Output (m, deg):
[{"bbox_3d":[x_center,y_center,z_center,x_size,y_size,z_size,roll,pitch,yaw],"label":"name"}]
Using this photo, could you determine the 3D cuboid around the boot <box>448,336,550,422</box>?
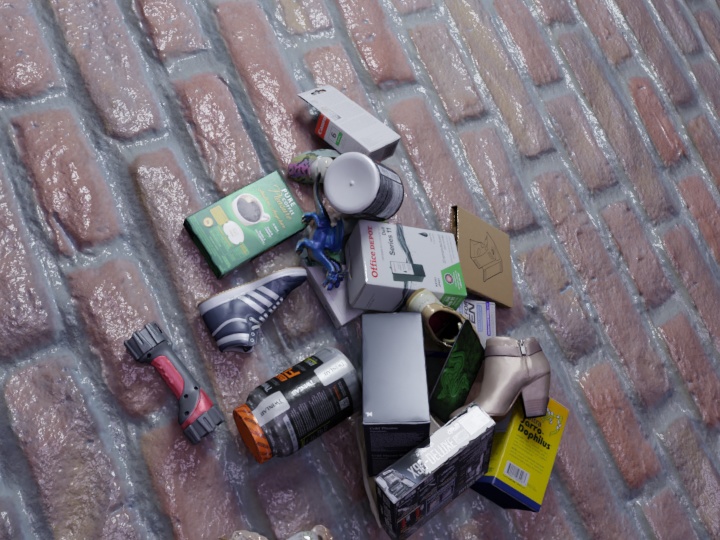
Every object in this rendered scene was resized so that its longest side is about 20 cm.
[{"bbox_3d":[0.246,0.195,1.089,0.197,0.070,0.148,-4,68,-7],"label":"boot"}]

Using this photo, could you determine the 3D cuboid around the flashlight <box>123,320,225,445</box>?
[{"bbox_3d":[-0.302,0.182,0.971,0.068,0.068,0.201,-39,89,3],"label":"flashlight"}]

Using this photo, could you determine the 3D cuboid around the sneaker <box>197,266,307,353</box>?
[{"bbox_3d":[-0.170,0.073,1.051,0.198,0.070,0.110,-21,77,-19],"label":"sneaker"}]

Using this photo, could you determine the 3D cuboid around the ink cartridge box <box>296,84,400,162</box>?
[{"bbox_3d":[-0.029,-0.288,1.204,0.199,0.051,0.109,40,43,16],"label":"ink cartridge box"}]

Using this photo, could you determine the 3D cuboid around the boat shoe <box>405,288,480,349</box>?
[{"bbox_3d":[0.155,0.106,1.066,0.199,0.066,0.074,33,100,-39],"label":"boat shoe"}]

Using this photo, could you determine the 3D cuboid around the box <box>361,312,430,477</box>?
[{"bbox_3d":[0.056,0.204,0.993,0.102,0.183,0.202,-3,49,3],"label":"box"}]

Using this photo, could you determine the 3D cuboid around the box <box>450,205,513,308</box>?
[{"bbox_3d":[0.247,-0.025,1.227,0.199,0.021,0.166,21,64,-42],"label":"box"}]

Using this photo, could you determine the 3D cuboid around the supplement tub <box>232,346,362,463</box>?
[{"bbox_3d":[-0.102,0.223,1.004,0.198,0.122,0.124,-27,85,-27],"label":"supplement tub"}]

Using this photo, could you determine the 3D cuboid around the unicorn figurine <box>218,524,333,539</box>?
[{"bbox_3d":[-0.127,0.463,0.957,0.198,0.074,0.139,-6,66,-38],"label":"unicorn figurine"}]

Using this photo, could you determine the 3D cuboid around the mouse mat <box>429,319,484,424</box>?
[{"bbox_3d":[0.173,0.187,1.058,0.007,0.200,0.163,19,74,29],"label":"mouse mat"}]

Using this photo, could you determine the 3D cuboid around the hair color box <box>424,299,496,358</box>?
[{"bbox_3d":[0.166,0.112,1.177,0.197,0.065,0.111,6,73,-18],"label":"hair color box"}]

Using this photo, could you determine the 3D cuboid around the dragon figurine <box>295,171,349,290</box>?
[{"bbox_3d":[-0.058,-0.066,1.086,0.098,0.059,0.203,11,83,3],"label":"dragon figurine"}]

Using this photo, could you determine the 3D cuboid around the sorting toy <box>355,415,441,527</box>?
[{"bbox_3d":[0.077,0.321,1.064,0.197,0.107,0.182,-18,70,-18],"label":"sorting toy"}]

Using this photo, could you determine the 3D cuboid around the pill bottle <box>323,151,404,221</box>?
[{"bbox_3d":[0.017,-0.145,1.104,0.105,0.200,0.108,0,89,20],"label":"pill bottle"}]

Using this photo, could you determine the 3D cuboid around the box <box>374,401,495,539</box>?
[{"bbox_3d":[0.116,0.313,0.926,0.199,0.159,0.050,-31,51,-21],"label":"box"}]

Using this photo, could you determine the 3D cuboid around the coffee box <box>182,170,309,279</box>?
[{"bbox_3d":[-0.204,-0.084,1.101,0.199,0.044,0.124,-34,89,-26],"label":"coffee box"}]

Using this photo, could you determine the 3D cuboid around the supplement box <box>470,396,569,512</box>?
[{"bbox_3d":[0.291,0.329,1.133,0.109,0.109,0.202,32,65,-10],"label":"supplement box"}]

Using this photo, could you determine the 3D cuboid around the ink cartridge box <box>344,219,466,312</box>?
[{"bbox_3d":[0.079,-0.002,1.107,0.197,0.083,0.148,7,53,-19],"label":"ink cartridge box"}]

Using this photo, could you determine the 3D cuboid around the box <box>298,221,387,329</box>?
[{"bbox_3d":[0.000,0.000,1.160,0.199,0.036,0.145,-30,86,-28],"label":"box"}]

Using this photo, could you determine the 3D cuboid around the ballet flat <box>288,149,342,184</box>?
[{"bbox_3d":[-0.040,-0.195,1.180,0.197,0.071,0.070,-3,120,-25],"label":"ballet flat"}]
